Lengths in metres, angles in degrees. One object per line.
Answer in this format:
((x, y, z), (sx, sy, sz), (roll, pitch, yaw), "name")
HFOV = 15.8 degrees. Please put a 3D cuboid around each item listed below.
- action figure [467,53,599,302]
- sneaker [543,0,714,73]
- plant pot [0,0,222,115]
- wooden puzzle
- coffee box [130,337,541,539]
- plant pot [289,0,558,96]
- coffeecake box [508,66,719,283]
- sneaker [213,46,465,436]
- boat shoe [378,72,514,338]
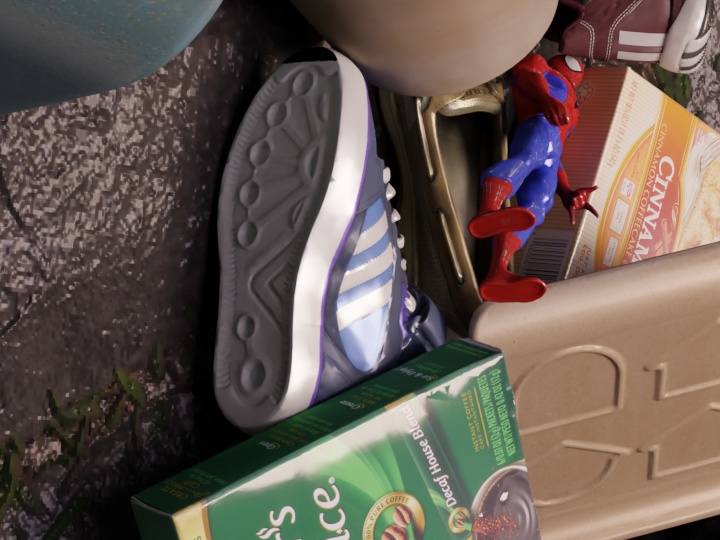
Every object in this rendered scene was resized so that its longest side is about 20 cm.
((0.094, -0.060, 1.346), (0.200, 0.051, 0.066), (-75, 152, -55), "action figure")
((0.131, -0.199, 1.442), (0.076, 0.115, 0.201), (91, -2, -55), "sneaker")
((-0.141, -0.185, 1.083), (0.195, 0.199, 0.198), (22, 77, -43), "plant pot")
((0.143, 0.064, 1.390), (0.184, 0.046, 0.201), (-14, 136, -9), "wooden puzzle")
((-0.006, 0.127, 1.249), (0.199, 0.044, 0.124), (-23, 112, -29), "coffee box")
((0.020, -0.186, 1.269), (0.200, 0.199, 0.174), (-57, 144, -26), "plant pot")
((0.164, -0.005, 1.476), (0.200, 0.073, 0.154), (30, 72, -42), "coffeecake box")
((0.000, 0.000, 1.319), (0.146, 0.080, 0.201), (17, 78, -49), "sneaker")
((0.054, -0.064, 1.373), (0.073, 0.063, 0.202), (0, 92, -44), "boat shoe")
